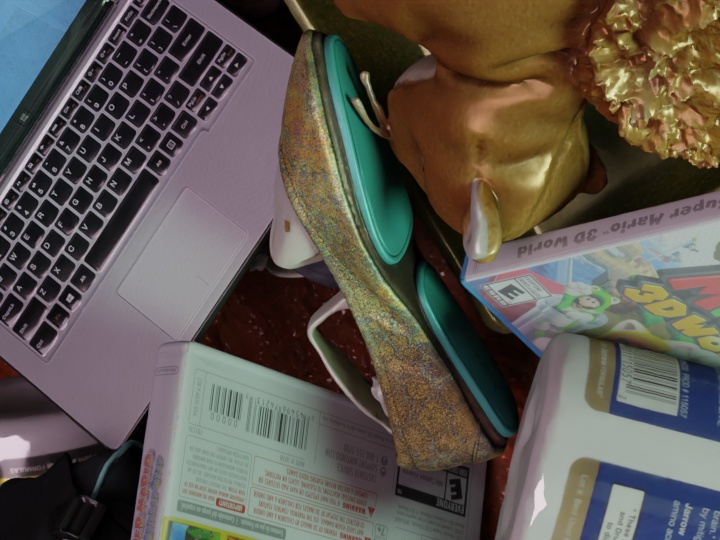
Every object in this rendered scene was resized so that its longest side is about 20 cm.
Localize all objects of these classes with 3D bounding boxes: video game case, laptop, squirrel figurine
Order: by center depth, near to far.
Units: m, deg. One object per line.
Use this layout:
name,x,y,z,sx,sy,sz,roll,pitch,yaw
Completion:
squirrel figurine,0.079,-0.093,0.729,0.199,0.141,0.188,16,117,28
video game case,0.159,0.018,0.768,0.199,0.018,0.143,-14,138,38
laptop,-0.145,-0.057,0.828,0.200,0.116,0.188,37,97,20
video game case,-0.021,0.142,0.828,0.023,0.200,0.183,-8,69,40

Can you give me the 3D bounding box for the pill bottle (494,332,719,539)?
pill bottle,0.159,0.100,0.776,0.199,0.111,0.112,14,111,2

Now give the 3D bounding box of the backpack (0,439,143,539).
backpack,-0.104,0.201,0.854,0.153,0.176,0.200,-28,122,37

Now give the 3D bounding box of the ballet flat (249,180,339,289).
ballet flat,-0.063,-0.036,0.912,0.199,0.073,0.073,21,113,39

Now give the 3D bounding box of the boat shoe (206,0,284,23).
boat shoe,-0.082,-0.210,0.895,0.076,0.071,0.201,0,104,56

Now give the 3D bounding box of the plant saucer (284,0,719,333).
plant saucer,0.087,-0.106,0.826,0.200,0.048,0.200,-34,85,32

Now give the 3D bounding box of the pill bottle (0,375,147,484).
pill bottle,-0.148,0.158,0.993,0.112,0.112,0.201,0,103,30

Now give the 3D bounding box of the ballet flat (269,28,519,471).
ballet flat,0.000,0.000,0.812,0.070,0.071,0.201,-14,114,32
